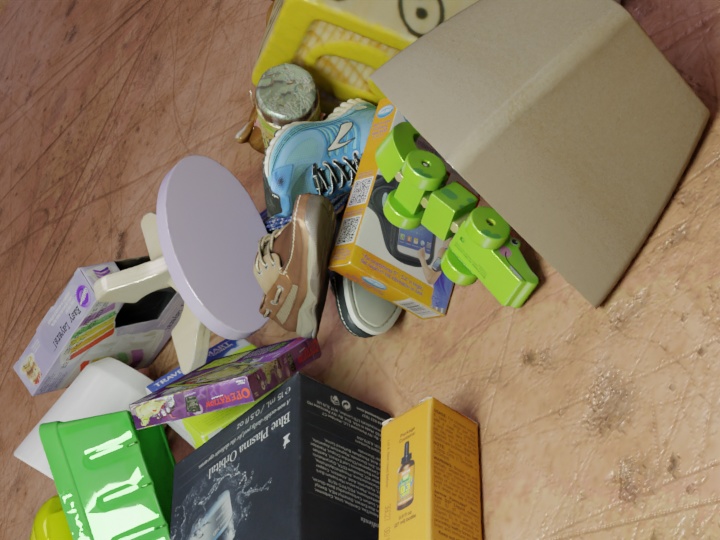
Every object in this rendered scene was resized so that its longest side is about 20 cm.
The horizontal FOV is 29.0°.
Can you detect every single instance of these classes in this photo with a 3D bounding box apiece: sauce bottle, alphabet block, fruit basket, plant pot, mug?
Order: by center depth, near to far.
[{"bbox_3d":[0.158,-0.127,1.131,0.177,0.200,0.200,-45,32,7],"label":"plant pot"},{"bbox_3d":[0.019,-0.277,1.403,0.196,0.194,0.201,128,160,-66],"label":"alphabet block"},{"bbox_3d":[-0.069,-0.141,1.431,0.200,0.064,0.065,84,-157,-71],"label":"sauce bottle"},{"bbox_3d":[-0.280,0.260,1.445,0.214,0.155,0.217,-3,79,15],"label":"fruit basket"},{"bbox_3d":[-0.308,0.184,1.628,0.186,0.149,0.154,13,69,52],"label":"mug"}]

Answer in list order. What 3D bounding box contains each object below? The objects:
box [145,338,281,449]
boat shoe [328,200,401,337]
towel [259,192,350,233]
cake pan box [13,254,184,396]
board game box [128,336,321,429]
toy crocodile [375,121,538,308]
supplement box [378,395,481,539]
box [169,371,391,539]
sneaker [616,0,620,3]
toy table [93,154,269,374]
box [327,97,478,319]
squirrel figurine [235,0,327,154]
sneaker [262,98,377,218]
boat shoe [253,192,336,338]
[{"bbox_3d":[-0.141,0.130,1.449,0.121,0.048,0.200,-30,24,-19],"label":"box"},{"bbox_3d":[0.000,0.000,1.376,0.060,0.075,0.201,-39,25,32],"label":"boat shoe"},{"bbox_3d":[-0.037,-0.083,1.473,0.145,0.024,0.200,-42,15,-25],"label":"towel"},{"bbox_3d":[-0.285,0.056,1.634,0.052,0.184,0.200,53,126,18],"label":"cake pan box"},{"bbox_3d":[-0.121,0.102,1.306,0.119,0.033,0.200,-19,2,18],"label":"board game box"},{"bbox_3d":[0.083,-0.049,1.222,0.200,0.062,0.068,46,137,21],"label":"toy crocodile"},{"bbox_3d":[0.056,0.207,1.122,0.066,0.069,0.201,-34,42,37],"label":"supplement box"},{"bbox_3d":[-0.072,0.233,1.247,0.196,0.117,0.201,-38,38,34],"label":"box"},{"bbox_3d":[0.156,-0.203,1.301,0.201,0.075,0.114,-57,29,-3],"label":"sneaker"},{"bbox_3d":[-0.172,-0.002,1.448,0.117,0.183,0.201,-38,49,41],"label":"toy table"},{"bbox_3d":[0.051,-0.070,1.302,0.041,0.119,0.201,-8,60,54],"label":"box"},{"bbox_3d":[-0.068,-0.208,1.587,0.187,0.141,0.200,-61,27,13],"label":"squirrel figurine"},{"bbox_3d":[-0.017,-0.107,1.324,0.089,0.079,0.200,16,37,33],"label":"sneaker"},{"bbox_3d":[-0.065,-0.002,1.289,0.201,0.071,0.076,100,-175,-54],"label":"boat shoe"}]
